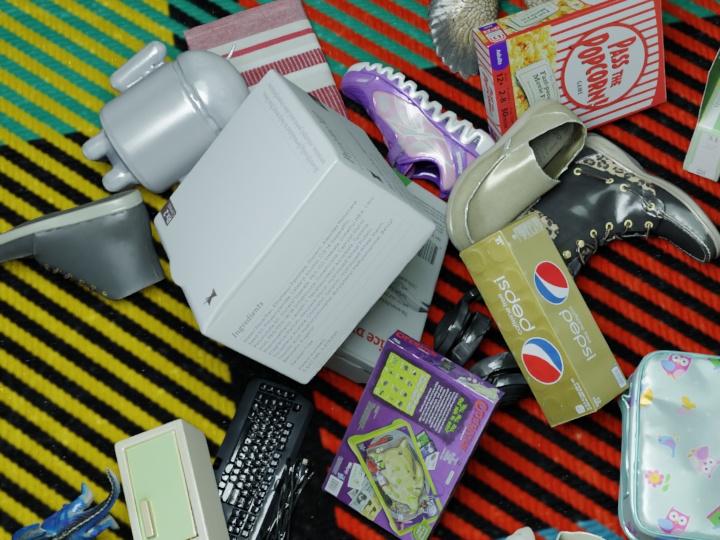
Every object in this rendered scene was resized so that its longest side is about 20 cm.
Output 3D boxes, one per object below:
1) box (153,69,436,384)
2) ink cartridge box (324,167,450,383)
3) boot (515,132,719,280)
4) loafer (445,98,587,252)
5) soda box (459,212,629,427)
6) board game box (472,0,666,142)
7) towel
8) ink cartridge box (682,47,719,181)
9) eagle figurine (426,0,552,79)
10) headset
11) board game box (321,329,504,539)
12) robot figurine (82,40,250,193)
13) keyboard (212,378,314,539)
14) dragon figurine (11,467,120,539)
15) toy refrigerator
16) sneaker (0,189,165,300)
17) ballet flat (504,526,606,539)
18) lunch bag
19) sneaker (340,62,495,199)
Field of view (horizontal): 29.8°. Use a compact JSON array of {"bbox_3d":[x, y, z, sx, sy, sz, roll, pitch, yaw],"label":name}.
[{"bbox_3d":[-0.067,-0.043,1.253,0.200,0.131,0.199,-50,36,13],"label":"box"},{"bbox_3d":[0.000,0.000,1.379,0.147,0.083,0.200,31,66,-34],"label":"ink cartridge box"},{"bbox_3d":[0.266,-0.041,1.434,0.151,0.073,0.200,-42,69,-15],"label":"boot"},{"bbox_3d":[0.164,-0.100,1.411,0.076,0.068,0.200,44,75,-28],"label":"loafer"},{"bbox_3d":[0.182,0.048,1.346,0.064,0.068,0.200,-25,87,-41],"label":"soda box"},{"bbox_3d":[0.229,-0.222,1.466,0.200,0.152,0.046,-21,41,-7],"label":"board game box"},{"bbox_3d":[-0.104,-0.210,1.538,0.144,0.023,0.200,-19,70,-7],"label":"towel"},{"bbox_3d":[0.397,-0.204,1.428,0.048,0.200,0.146,23,70,13],"label":"ink cartridge box"},{"bbox_3d":[0.165,-0.334,1.529,0.151,0.152,0.200,15,62,-15],"label":"eagle figurine"},{"bbox_3d":[0.125,0.085,1.370,0.200,0.094,0.124,-35,78,-26],"label":"headset"},{"bbox_3d":[0.047,0.166,1.304,0.120,0.200,0.032,33,33,16],"label":"board game box"},{"bbox_3d":[-0.200,-0.161,1.458,0.200,0.113,0.170,-32,94,4],"label":"robot figurine"},{"bbox_3d":[-0.102,0.207,1.360,0.104,0.040,0.200,18,70,9],"label":"keyboard"},{"bbox_3d":[-0.290,0.257,1.291,0.059,0.200,0.099,54,48,-1],"label":"dragon figurine"},{"bbox_3d":[-0.176,0.253,1.312,0.076,0.070,0.200,-20,65,9],"label":"toy refrigerator"},{"bbox_3d":[-0.311,-0.008,1.435,0.200,0.075,0.106,-15,100,15],"label":"sneaker"},{"bbox_3d":[0.189,0.287,1.316,0.200,0.068,0.075,6,46,-2],"label":"ballet flat"},{"bbox_3d":[0.333,0.179,1.342,0.160,0.077,0.200,5,68,5],"label":"lunch bag"},{"bbox_3d":[0.052,-0.149,1.484,0.200,0.080,0.089,36,81,13],"label":"sneaker"}]
